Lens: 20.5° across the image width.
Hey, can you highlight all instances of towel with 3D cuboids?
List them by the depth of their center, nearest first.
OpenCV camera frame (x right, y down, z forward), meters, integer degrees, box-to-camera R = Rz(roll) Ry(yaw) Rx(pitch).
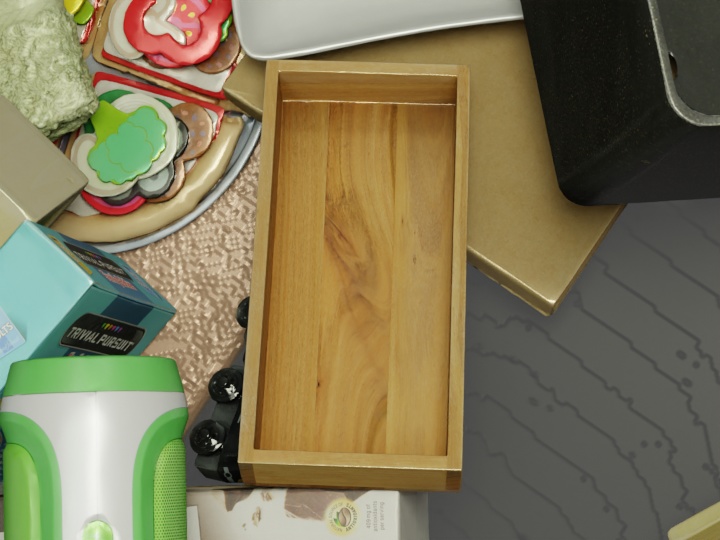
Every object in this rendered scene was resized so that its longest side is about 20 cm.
[{"bbox_3d":[-0.233,-0.105,1.023,0.199,0.036,0.150,-21,79,20],"label":"towel"}]

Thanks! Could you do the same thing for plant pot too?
[{"bbox_3d":[0.168,-0.124,0.864,0.198,0.178,0.202,-4,71,-19],"label":"plant pot"}]

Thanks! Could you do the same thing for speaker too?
[{"bbox_3d":[-0.114,0.140,0.860,0.088,0.088,0.202,-2,84,9],"label":"speaker"}]

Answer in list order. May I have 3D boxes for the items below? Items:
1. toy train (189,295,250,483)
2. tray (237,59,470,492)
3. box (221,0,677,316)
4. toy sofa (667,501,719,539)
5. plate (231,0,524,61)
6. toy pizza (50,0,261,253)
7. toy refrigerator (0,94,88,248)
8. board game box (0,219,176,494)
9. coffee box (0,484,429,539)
[{"bbox_3d":[-0.031,0.011,0.976,0.045,0.034,0.201,10,67,23],"label":"toy train"},{"bbox_3d":[0.000,0.000,0.918,0.098,0.037,0.202,2,65,2],"label":"tray"},{"bbox_3d":[0.056,-0.097,0.987,0.199,0.021,0.164,34,76,10],"label":"box"},{"bbox_3d":[0.224,0.192,0.899,0.083,0.097,0.201,-33,58,25],"label":"toy sofa"},{"bbox_3d":[0.025,-0.204,0.994,0.198,0.032,0.201,-9,73,-3],"label":"plate"},{"bbox_3d":[-0.142,-0.109,1.034,0.198,0.032,0.202,-1,84,9],"label":"toy pizza"},{"bbox_3d":[-0.224,0.014,0.978,0.070,0.076,0.200,44,111,-3],"label":"toy refrigerator"},{"bbox_3d":[-0.187,0.074,0.962,0.047,0.151,0.200,41,91,11],"label":"board game box"},{"bbox_3d":[-0.071,0.144,0.956,0.198,0.113,0.081,-3,84,8],"label":"coffee box"}]
